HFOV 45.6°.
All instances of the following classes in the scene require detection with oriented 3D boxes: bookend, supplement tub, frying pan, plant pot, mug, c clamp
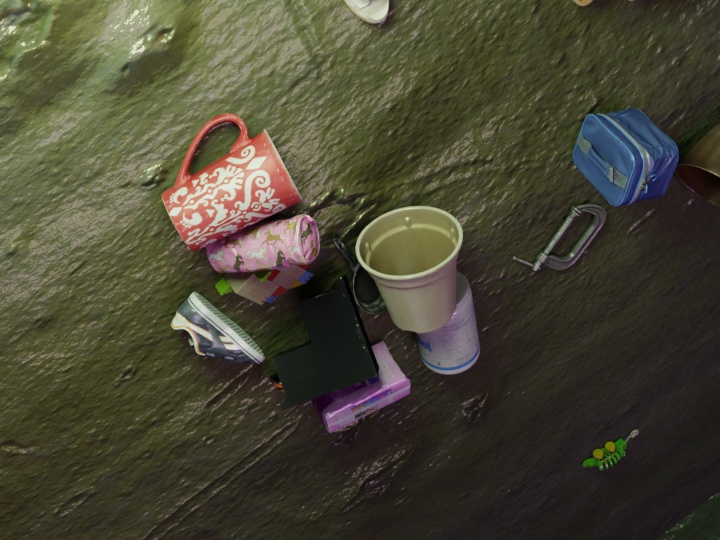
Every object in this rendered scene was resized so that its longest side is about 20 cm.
[{"bbox_3d":[-0.089,0.138,1.653,0.199,0.092,0.200,-21,91,4],"label":"bookend"},{"bbox_3d":[0.177,0.109,1.793,0.131,0.132,0.201,-25,131,-10],"label":"supplement tub"},{"bbox_3d":[-0.003,0.017,1.661,0.189,0.031,0.116,20,78,-41],"label":"frying pan"},{"bbox_3d":[0.107,0.011,1.630,0.200,0.201,0.184,-25,132,-10],"label":"plant pot"},{"bbox_3d":[0.820,-0.259,1.865,0.187,0.187,0.200,35,89,-42],"label":"plant pot"},{"bbox_3d":[-0.222,-0.143,1.409,0.199,0.178,0.133,-29,169,-1],"label":"mug"},{"bbox_3d":[0.450,-0.071,1.882,0.170,0.027,0.200,24,110,-39],"label":"c clamp"}]

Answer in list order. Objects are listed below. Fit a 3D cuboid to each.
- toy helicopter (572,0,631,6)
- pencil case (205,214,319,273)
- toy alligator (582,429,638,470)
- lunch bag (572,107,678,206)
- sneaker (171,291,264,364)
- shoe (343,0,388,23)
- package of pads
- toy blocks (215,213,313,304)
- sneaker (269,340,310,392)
[{"bbox_3d":[0.459,-0.531,1.508,0.199,0.079,0.133,-27,132,-4],"label":"toy helicopter"},{"bbox_3d":[-0.164,-0.045,1.451,0.199,0.083,0.087,-4,116,27],"label":"pencil case"},{"bbox_3d":[0.736,0.528,2.476,0.199,0.054,0.059,-28,133,-8],"label":"toy alligator"},{"bbox_3d":[0.516,-0.218,1.690,0.132,0.200,0.136,-11,134,-18],"label":"lunch bag"},{"bbox_3d":[-0.267,0.125,1.594,0.079,0.078,0.200,-45,122,1],"label":"sneaker"},{"bbox_3d":[-0.006,-0.457,1.315,0.070,0.053,0.200,-36,133,0],"label":"shoe"},{"bbox_3d":[-0.007,0.242,1.797,0.199,0.121,0.076,-24,138,-12],"label":"package of pads"},{"bbox_3d":[-0.147,-0.009,1.561,0.200,0.100,0.137,-47,144,10],"label":"toy blocks"},{"bbox_3d":[-0.100,0.173,1.727,0.090,0.070,0.200,28,109,-43],"label":"sneaker"}]
